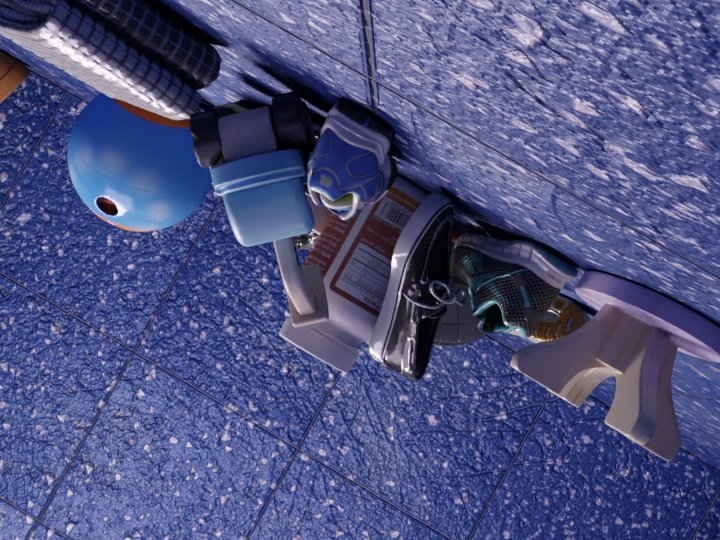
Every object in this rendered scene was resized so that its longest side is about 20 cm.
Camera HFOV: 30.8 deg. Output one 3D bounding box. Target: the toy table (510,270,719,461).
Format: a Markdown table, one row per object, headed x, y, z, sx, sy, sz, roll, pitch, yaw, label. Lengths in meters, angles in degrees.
| x | y | z | sx | sy | sz | roll | pitch | yaw | label |
| --- | --- | --- | --- | --- | --- | --- | --- | --- | --- |
| 0.238 | 0.081 | 1.185 | 0.183 | 0.118 | 0.200 | 30 | 179 | -5 | toy table |

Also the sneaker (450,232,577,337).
| x | y | z | sx | sy | sz | roll | pitch | yaw | label |
| --- | --- | --- | --- | --- | --- | --- | --- | --- | --- |
| 0.132 | 0.017 | 1.300 | 0.077 | 0.092 | 0.200 | 29 | 174 | -18 | sneaker |

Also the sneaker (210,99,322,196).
| x | y | z | sx | sy | sz | roll | pitch | yaw | label |
| --- | --- | --- | --- | --- | --- | --- | --- | --- | --- |
| -0.061 | -0.131 | 1.288 | 0.199 | 0.072 | 0.083 | 21 | -146 | 14 | sneaker |

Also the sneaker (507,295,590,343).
| x | y | z | sx | sy | sz | roll | pitch | yaw | label |
| --- | --- | --- | --- | --- | --- | --- | --- | --- | --- |
| 0.206 | 0.059 | 1.593 | 0.087 | 0.076 | 0.199 | 32 | 178 | -43 | sneaker |

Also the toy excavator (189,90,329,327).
| x | y | z | sx | sy | sz | roll | pitch | yaw | label |
| --- | --- | --- | --- | --- | --- | --- | --- | --- | --- |
| -0.077 | -0.046 | 1.192 | 0.099 | 0.202 | 0.194 | -11 | 179 | 4 | toy excavator |

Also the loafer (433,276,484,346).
| x | y | z | sx | sy | sz | roll | pitch | yaw | label |
| --- | --- | --- | --- | --- | --- | --- | --- | --- | --- |
| 0.117 | 0.037 | 1.438 | 0.199 | 0.073 | 0.063 | -8 | -161 | -31 | loafer |

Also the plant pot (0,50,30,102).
| x | y | z | sx | sy | sz | roll | pitch | yaw | label |
| --- | --- | --- | --- | --- | --- | --- | --- | --- | --- |
| -0.963 | -0.493 | 3.341 | 0.140 | 0.200 | 0.200 | 49 | 171 | -19 | plant pot |

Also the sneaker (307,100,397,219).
| x | y | z | sx | sy | sz | roll | pitch | yaw | label |
| --- | --- | --- | --- | --- | --- | --- | --- | --- | --- |
| -0.015 | -0.086 | 1.143 | 0.075 | 0.077 | 0.200 | 29 | 174 | 9 | sneaker |

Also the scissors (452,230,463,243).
| x | y | z | sx | sy | sz | roll | pitch | yaw | label |
| --- | --- | --- | --- | --- | --- | --- | --- | --- | --- |
| 0.133 | -0.023 | 1.467 | 0.073 | 0.014 | 0.200 | 14 | 176 | 20 | scissors |

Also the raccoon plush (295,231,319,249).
| x | y | z | sx | sy | sz | roll | pitch | yaw | label |
| --- | --- | --- | --- | --- | --- | --- | --- | --- | --- |
| -0.036 | -0.095 | 1.732 | 0.198 | 0.098 | 0.134 | 0 | 156 | 12 | raccoon plush |

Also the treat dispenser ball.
| x | y | z | sx | sy | sz | roll | pitch | yaw | label |
| --- | --- | --- | --- | --- | --- | --- | --- | --- | --- |
| -0.293 | -0.154 | 1.762 | 0.200 | 0.202 | 0.201 | 30 | 178 | 1 | treat dispenser ball |

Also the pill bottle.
| x | y | z | sx | sy | sz | roll | pitch | yaw | label |
| --- | --- | --- | --- | --- | --- | --- | --- | --- | --- |
| 0.000 | 0.000 | 1.362 | 0.112 | 0.201 | 0.112 | 30 | 178 | 1 | pill bottle |

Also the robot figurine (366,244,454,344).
| x | y | z | sx | sy | sz | roll | pitch | yaw | label |
| --- | --- | --- | --- | --- | --- | --- | --- | --- | --- |
| 0.048 | 0.009 | 1.513 | 0.115 | 0.176 | 0.200 | 27 | -151 | -1 | robot figurine |

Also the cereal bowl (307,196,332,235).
| x | y | z | sx | sy | sz | roll | pitch | yaw | label |
| --- | --- | --- | --- | --- | --- | --- | --- | --- | --- |
| -0.076 | -0.106 | 1.462 | 0.199 | 0.084 | 0.200 | 32 | 179 | 0 | cereal bowl |

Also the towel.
| x | y | z | sx | sy | sz | roll | pitch | yaw | label |
| --- | --- | --- | --- | --- | --- | --- | --- | --- | --- |
| -0.234 | -0.216 | 1.188 | 0.165 | 0.086 | 0.200 | 30 | 177 | -33 | towel |

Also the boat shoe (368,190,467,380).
| x | y | z | sx | sy | sz | roll | pitch | yaw | label |
| --- | --- | --- | --- | --- | --- | --- | --- | --- | --- |
| 0.065 | 0.020 | 1.284 | 0.068 | 0.201 | 0.073 | 32 | -152 | 25 | boat shoe |
